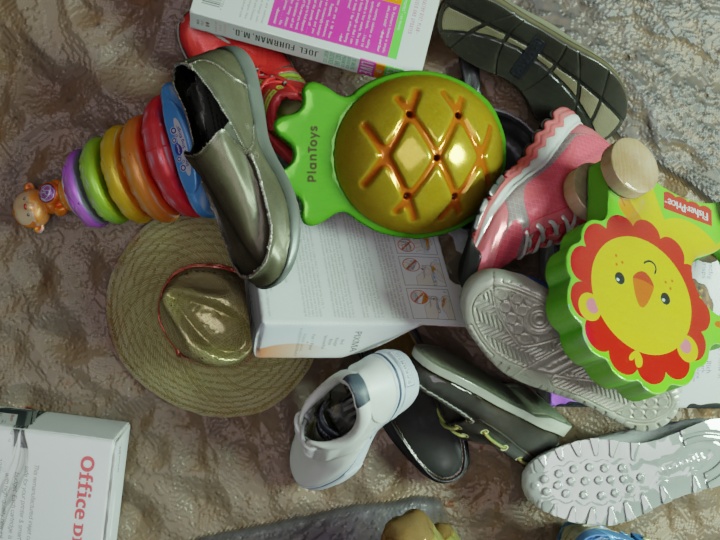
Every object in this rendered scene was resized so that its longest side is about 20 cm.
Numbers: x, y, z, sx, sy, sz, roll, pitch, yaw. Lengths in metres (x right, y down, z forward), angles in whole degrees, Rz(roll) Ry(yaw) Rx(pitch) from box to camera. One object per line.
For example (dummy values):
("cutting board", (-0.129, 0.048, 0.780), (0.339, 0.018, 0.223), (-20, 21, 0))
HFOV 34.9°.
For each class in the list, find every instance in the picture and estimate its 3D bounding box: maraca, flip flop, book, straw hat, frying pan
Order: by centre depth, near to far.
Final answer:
("maraca", (0.026, -0.095, 0.940), (0.198, 0.107, 0.138), (-1, 95, -15))
("book", (-0.032, -0.243, 0.976), (0.199, 0.048, 0.135), (16, 70, -2))
("straw hat", (-0.129, 0.041, 0.998), (0.199, 0.085, 0.203), (0, 95, -3))
("flip flop", (0.153, -0.185, 1.004), (0.199, 0.058, 0.081), (31, 123, -13))
("frying pan", (0.091, -0.120, 1.019), (0.114, 0.031, 0.191), (-29, 83, -10))

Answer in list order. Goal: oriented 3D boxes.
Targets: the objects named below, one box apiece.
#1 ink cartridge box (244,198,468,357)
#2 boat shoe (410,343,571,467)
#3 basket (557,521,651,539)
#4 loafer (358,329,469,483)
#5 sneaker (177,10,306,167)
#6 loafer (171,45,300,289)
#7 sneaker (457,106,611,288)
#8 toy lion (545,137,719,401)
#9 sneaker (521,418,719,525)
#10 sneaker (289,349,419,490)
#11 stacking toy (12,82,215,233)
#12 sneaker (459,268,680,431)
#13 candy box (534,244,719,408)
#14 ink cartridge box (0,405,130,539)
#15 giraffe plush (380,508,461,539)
("ink cartridge box", (0.000, 0.000, 0.980), (0.198, 0.163, 0.050), (4, 136, -17))
("boat shoe", (0.104, 0.122, 0.987), (0.201, 0.072, 0.061), (28, 103, -39))
("basket", (0.218, 0.311, 0.976), (0.138, 0.200, 0.178), (18, 91, -12))
("loafer", (0.040, 0.104, 1.017), (0.072, 0.072, 0.201), (-29, 96, -1))
("sneaker", (-0.076, -0.155, 0.985), (0.077, 0.085, 0.200), (-45, 96, 0))
("loafer", (-0.106, -0.080, 0.899), (0.075, 0.069, 0.201), (-27, 75, 42))
("sneaker", (0.153, -0.052, 0.939), (0.086, 0.074, 0.200), (32, 61, 12))
("toy lion", (0.231, 0.009, 0.887), (0.199, 0.069, 0.193), (16, 65, -24))
("sneaker", (0.238, 0.176, 1.024), (0.198, 0.080, 0.077), (-8, 91, -5))
("sneaker", (-0.027, 0.129, 0.968), (0.070, 0.200, 0.073), (-10, 59, -35))
("stacking toy", (-0.215, -0.078, 0.988), (0.199, 0.110, 0.117), (-16, 88, 12))
("sneaker", (0.163, 0.047, 0.929), (0.199, 0.111, 0.077), (27, 111, -11))
("candy box", (0.262, 0.034, 1.023), (0.198, 0.072, 0.169), (2, 94, -2))
("ink cartridge box", (-0.311, 0.198, 1.002), (0.198, 0.084, 0.146), (8, 95, -2))
("giraffe plush", (0.040, 0.332, 1.014), (0.162, 0.173, 0.200), (-32, 130, 10))
